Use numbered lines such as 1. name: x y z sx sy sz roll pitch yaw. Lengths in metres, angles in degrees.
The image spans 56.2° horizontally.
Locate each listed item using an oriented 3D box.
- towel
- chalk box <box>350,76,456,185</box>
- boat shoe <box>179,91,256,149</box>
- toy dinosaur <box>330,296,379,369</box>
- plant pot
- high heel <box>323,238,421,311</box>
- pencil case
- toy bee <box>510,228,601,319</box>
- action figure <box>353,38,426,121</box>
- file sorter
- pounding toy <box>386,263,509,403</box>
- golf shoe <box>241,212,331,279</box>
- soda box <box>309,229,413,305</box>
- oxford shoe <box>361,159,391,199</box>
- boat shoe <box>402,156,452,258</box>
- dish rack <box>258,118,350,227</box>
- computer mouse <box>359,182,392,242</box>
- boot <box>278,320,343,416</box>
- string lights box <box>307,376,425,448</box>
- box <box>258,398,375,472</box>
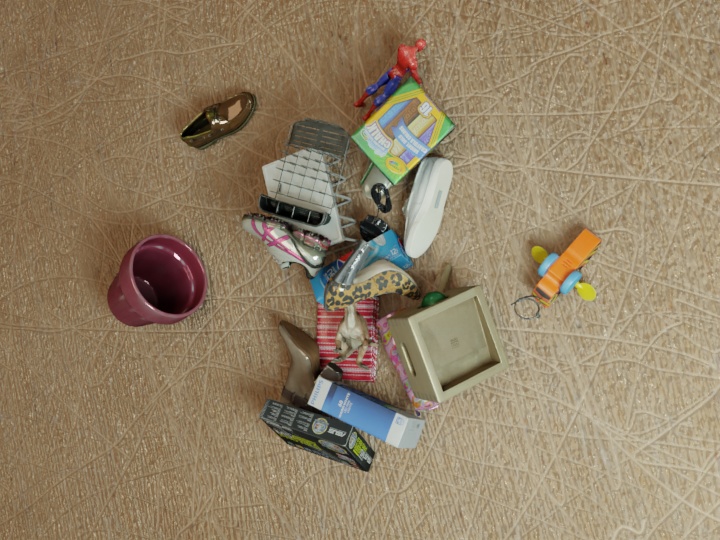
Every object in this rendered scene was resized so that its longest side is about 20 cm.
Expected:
1. towel: -0.030 0.128 1.407 0.143 0.022 0.203 1 87 27
2. chalk box: 0.063 -0.243 1.274 0.200 0.125 0.124 -42 94 6
3. boat shoe: -0.329 -0.345 1.554 0.199 0.068 0.072 -34 72 19
4. toy dinosaur: -0.011 0.109 1.325 0.085 0.201 0.137 4 57 -3
5. plant pot: -0.482 0.041 1.549 0.178 0.199 0.202 -26 76 38
6. high heel: 0.022 0.046 1.263 0.143 0.199 0.071 -54 37 0
7. pencil case: 0.103 0.172 1.307 0.087 0.087 0.202 -31 75 21
8. toy bee: 0.341 0.015 1.202 0.198 0.109 0.132 -24 67 -3
9. action figure: 0.080 -0.391 1.368 0.200 0.098 0.066 -44 72 41
10. file sorter: -0.094 -0.132 1.396 0.138 0.124 0.202 -18 80 23
11. pounding toy: 0.153 0.106 1.235 0.183 0.142 0.202 -22 93 -21
12. golf shoe: -0.157 -0.052 1.313 0.198 0.072 0.093 23 98 23
13. soda box: 0.000 0.000 1.356 0.199 0.068 0.065 -29 61 14
14. oxford shoe: 0.054 -0.240 1.369 0.075 0.058 0.201 34 103 22
15. boat shoe: 0.118 -0.127 1.327 0.068 0.072 0.202 20 98 40
16. dish rack: -0.103 -0.194 1.307 0.152 0.054 0.202 17 94 23
17. computer mouse: 0.035 -0.110 1.315 0.058 0.201 0.034 32 63 11
18. boot: -0.128 0.221 1.408 0.200 0.070 0.147 41 112 20
19. string lights box: 0.012 0.267 1.272 0.198 0.103 0.060 19 84 27
20. box: -0.084 0.329 1.345 0.198 0.161 0.045 12 62 25
